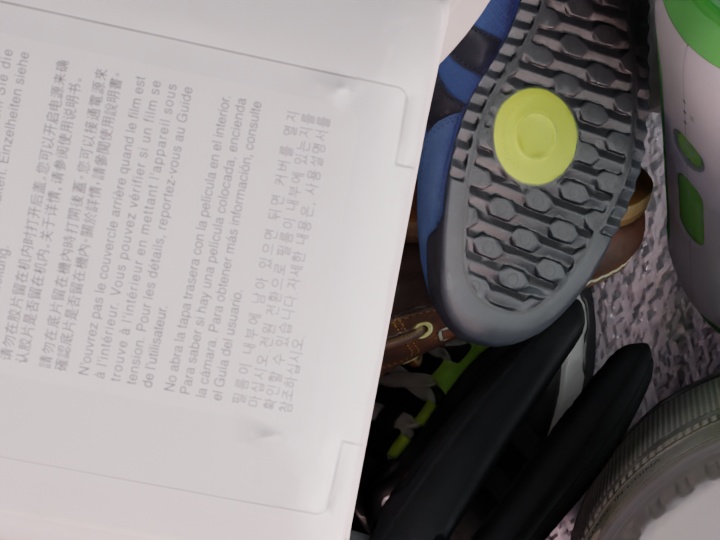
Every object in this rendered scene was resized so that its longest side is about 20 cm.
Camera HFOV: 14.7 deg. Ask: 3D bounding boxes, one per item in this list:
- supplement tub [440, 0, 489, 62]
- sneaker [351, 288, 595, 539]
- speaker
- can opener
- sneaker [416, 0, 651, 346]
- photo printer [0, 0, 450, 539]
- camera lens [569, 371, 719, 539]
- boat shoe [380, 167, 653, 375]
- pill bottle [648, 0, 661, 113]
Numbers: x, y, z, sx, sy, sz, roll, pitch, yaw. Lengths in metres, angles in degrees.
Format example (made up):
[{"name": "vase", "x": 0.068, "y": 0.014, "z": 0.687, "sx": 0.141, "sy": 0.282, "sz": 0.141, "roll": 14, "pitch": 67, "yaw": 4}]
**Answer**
[{"name": "supplement tub", "x": -0.058, "y": -0.143, "z": 0.791, "sx": 0.145, "sy": 0.145, "sz": 0.200, "roll": -56, "pitch": 131, "yaw": -20}, {"name": "sneaker", "x": 0.023, "y": 0.064, "z": 0.965, "sx": 0.083, "sy": 0.072, "sz": 0.201, "roll": 6, "pitch": 94, "yaw": -42}, {"name": "speaker", "x": 0.139, "y": -0.049, "z": 0.898, "sx": 0.089, "sy": 0.088, "sz": 0.200, "roll": -56, "pitch": 158, "yaw": -20}, {"name": "can opener", "x": 0.030, "y": 0.082, "z": 0.860, "sx": 0.063, "sy": 0.079, "sz": 0.200, "roll": 33, "pitch": 56, "yaw": -3}, {"name": "sneaker", "x": 0.047, "y": -0.073, "z": 0.885, "sx": 0.066, "sy": 0.078, "sz": 0.201, "roll": 12, "pitch": 81, "yaw": -27}, {"name": "photo printer", "x": -0.089, "y": -0.015, "z": 0.710, "sx": 0.199, "sy": 0.069, "sz": 0.167, "roll": 11, "pitch": 87, "yaw": -12}, {"name": "camera lens", "x": 0.143, "y": 0.115, "z": 0.896, "sx": 0.200, "sy": 0.160, "sz": 0.160, "roll": -31, "pitch": 129, "yaw": -83}, {"name": "boat shoe", "x": 0.000, "y": 0.000, "z": 0.914, "sx": 0.200, "sy": 0.070, "sz": 0.070, "roll": -6, "pitch": 119, "yaw": -19}, {"name": "pill bottle", "x": 0.133, "y": -0.122, "z": 1.001, "sx": 0.200, "sy": 0.114, "sz": 0.114, "roll": -24, "pitch": 115, "yaw": -39}]
